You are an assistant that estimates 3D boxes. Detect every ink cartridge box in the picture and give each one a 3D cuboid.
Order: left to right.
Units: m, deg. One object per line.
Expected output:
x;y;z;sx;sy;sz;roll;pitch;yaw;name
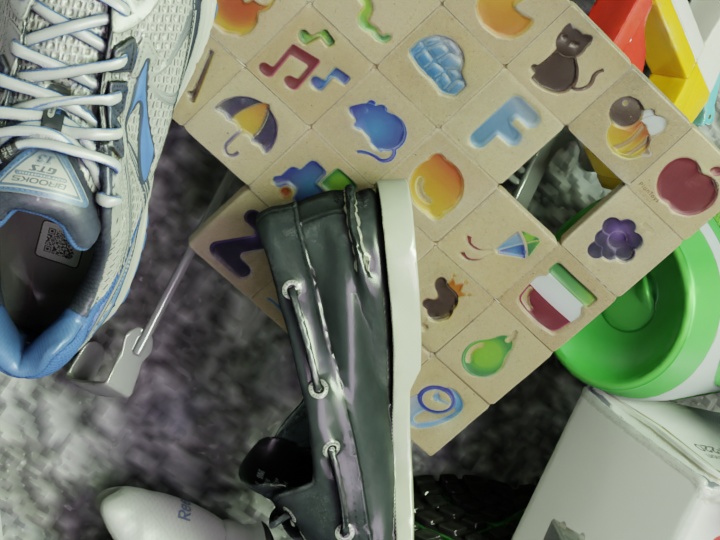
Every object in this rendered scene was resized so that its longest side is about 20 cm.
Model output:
0.122;0.160;0.838;0.145;0.085;0.201;13;108;-43;ink cartridge box

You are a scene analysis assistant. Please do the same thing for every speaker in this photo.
0.158;0.007;0.844;0.199;0.088;0.089;-4;112;-51;speaker

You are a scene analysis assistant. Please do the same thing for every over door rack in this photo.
0.000;0.000;0.803;0.147;0.067;0.201;32;91;-32;over door rack

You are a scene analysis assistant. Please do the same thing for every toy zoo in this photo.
0.113;-0.124;0.800;0.132;0.020;0.200;-59;141;-23;toy zoo

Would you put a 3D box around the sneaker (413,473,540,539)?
0.066;0.142;0.884;0.198;0.078;0.086;1;108;-29;sneaker

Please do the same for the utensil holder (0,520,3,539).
-0.203;0.068;0.662;0.168;0.170;0.202;-11;110;-24;utensil holder

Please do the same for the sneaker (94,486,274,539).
-0.114;0.176;0.815;0.087;0.074;0.201;29;91;-15;sneaker

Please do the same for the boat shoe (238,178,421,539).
-0.013;0.065;0.735;0.065;0.075;0.201;-1;116;-4;boat shoe

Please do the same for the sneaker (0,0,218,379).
-0.096;-0.049;0.670;0.076;0.085;0.202;10;120;1;sneaker

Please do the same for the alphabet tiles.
0.016;-0.042;0.727;0.167;0.008;0.200;-41;111;19;alphabet tiles
